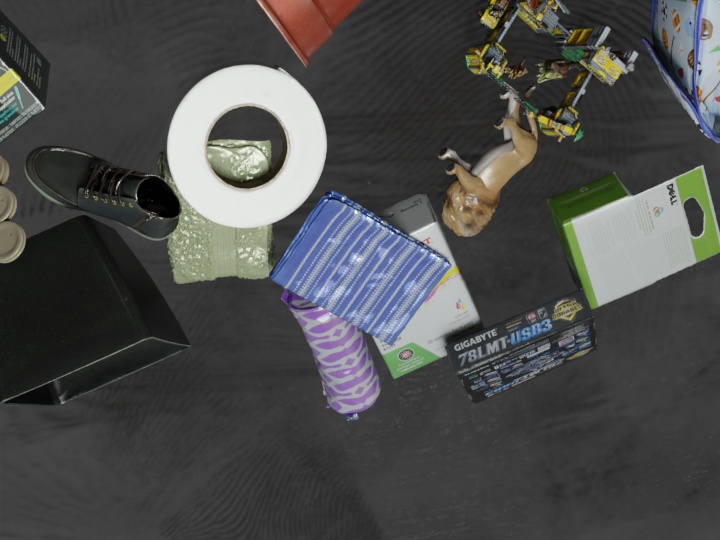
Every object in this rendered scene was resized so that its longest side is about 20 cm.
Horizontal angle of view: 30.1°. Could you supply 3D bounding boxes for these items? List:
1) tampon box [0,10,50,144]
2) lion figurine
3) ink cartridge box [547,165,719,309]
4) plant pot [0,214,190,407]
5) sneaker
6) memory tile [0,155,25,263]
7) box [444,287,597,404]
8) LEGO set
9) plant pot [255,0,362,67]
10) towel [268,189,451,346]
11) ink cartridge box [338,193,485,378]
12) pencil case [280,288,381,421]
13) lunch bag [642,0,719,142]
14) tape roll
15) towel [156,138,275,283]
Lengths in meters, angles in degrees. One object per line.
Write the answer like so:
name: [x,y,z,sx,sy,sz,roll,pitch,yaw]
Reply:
tampon box: [-0.470,-0.235,1.499,0.149,0.127,0.200,-36,120,10]
lion figurine: [0.173,-0.136,1.716,0.199,0.073,0.122,-40,127,8]
ink cartridge box: [0.370,-0.058,1.796,0.198,0.076,0.149,-23,121,2]
plant pot: [-0.349,0.046,1.637,0.197,0.200,0.180,-24,82,4]
sneaker: [-0.304,-0.107,1.601,0.198,0.106,0.076,22,74,-11]
memory tile: [-0.499,-0.045,1.605,0.198,0.155,0.017,-26,157,7]
box: [0.223,0.106,1.818,0.198,0.050,0.199,-24,161,5]
LEGO set: [0.236,-0.253,1.607,0.200,0.116,0.154,44,80,-23]
plant pot: [-0.046,-0.366,1.477,0.194,0.201,0.201,-38,120,3]
towel: [0.000,0.000,1.693,0.198,0.024,0.145,29,111,-21]
ink cartridge box: [0.064,0.021,1.778,0.143,0.084,0.202,-24,121,4]
pencil case: [-0.035,0.102,1.813,0.084,0.084,0.202,-6,123,20]
lunch bag: [0.417,-0.277,1.618,0.122,0.171,0.202,-6,122,-4]
tape roll: [-0.140,-0.154,1.635,0.200,0.037,0.206,-4,106,-13]
towel: [-0.181,-0.074,1.704,0.146,0.037,0.203,-4,121,-7]
